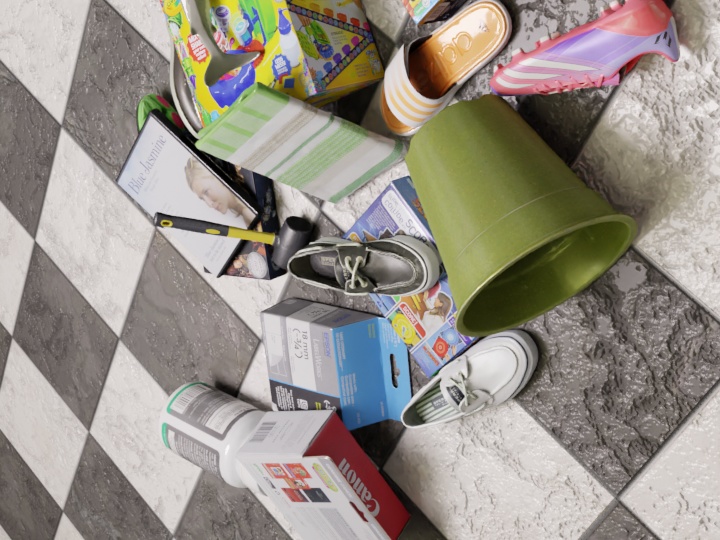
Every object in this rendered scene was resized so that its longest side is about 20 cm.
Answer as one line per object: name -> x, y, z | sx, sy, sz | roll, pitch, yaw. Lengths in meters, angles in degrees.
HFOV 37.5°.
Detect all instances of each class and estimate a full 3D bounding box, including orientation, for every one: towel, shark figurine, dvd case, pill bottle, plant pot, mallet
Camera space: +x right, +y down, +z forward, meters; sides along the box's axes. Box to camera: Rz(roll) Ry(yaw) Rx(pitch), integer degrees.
towel -> -0.067, -0.145, 1.204 | 0.149, 0.200, 0.031 | -31, 47, 47
shark figurine -> -0.188, -0.309, 1.147 | 0.128, 0.089, 0.215 | 9, 108, 43
dvd case -> -0.229, -0.100, 1.406 | 0.200, 0.018, 0.143 | 43, 132, 6
pill bottle -> -0.185, 0.241, 1.512 | 0.200, 0.113, 0.113 | 20, 119, 37
plant pot -> 0.140, -0.067, 1.057 | 0.200, 0.200, 0.190 | -50, 58, 42
mallet -> -0.163, -0.040, 1.345 | 0.041, 0.199, 0.066 | -103, 21, -52

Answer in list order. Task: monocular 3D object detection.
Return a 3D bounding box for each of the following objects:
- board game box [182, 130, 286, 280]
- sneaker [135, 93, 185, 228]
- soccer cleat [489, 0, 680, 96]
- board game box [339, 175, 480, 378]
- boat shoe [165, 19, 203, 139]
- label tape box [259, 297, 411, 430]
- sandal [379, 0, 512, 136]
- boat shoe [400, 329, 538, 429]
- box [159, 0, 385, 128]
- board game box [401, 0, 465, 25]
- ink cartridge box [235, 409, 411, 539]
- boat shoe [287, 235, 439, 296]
board game box -> -0.171, -0.091, 1.423 | 0.135, 0.035, 0.201 | 5, 110, 42
sneaker -> -0.283, -0.144, 1.477 | 0.084, 0.077, 0.201 | 1, 106, 39
soccer cleat -> 0.208, -0.198, 1.010 | 0.200, 0.067, 0.077 | -22, 95, 43
board game box -> 0.068, 0.008, 1.239 | 0.200, 0.034, 0.135 | 55, 133, 12
boat shoe -> -0.201, -0.268, 1.344 | 0.060, 0.072, 0.202 | -10, 90, 44
label tape box -> -0.033, 0.124, 1.360 | 0.200, 0.063, 0.145 | 9, 113, 41
sandal -> 0.072, -0.218, 1.128 | 0.207, 0.059, 0.079 | -40, 78, 44
boat shoe -> 0.123, 0.138, 1.218 | 0.074, 0.067, 0.200 | 55, 134, 12
box -> -0.106, -0.275, 1.229 | 0.200, 0.122, 0.193 | -16, 94, 45
board game box -> 0.087, -0.373, 1.057 | 0.200, 0.057, 0.166 | -39, 77, 45
ink cartridge box -> -0.031, 0.277, 1.357 | 0.175, 0.084, 0.200 | -8, 124, 44
boat shoe -> 0.000, 0.000, 1.228 | 0.200, 0.064, 0.071 | 2, 107, 42
